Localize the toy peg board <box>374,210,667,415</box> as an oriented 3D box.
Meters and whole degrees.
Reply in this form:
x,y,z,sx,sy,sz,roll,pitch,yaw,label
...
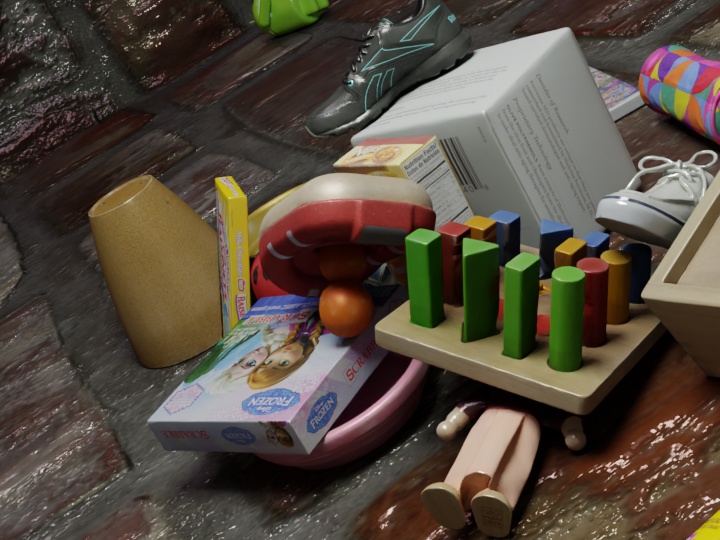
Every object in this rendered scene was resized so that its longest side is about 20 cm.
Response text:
x,y,z,sx,sy,sz,roll,pitch,yaw,label
0.146,0.004,0.985,0.199,0.098,0.199,17,34,33,toy peg board

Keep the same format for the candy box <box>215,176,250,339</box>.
x,y,z,sx,sy,sz,roll,pitch,yaw,label
-0.146,0.001,1.356,0.026,0.201,0.102,-5,18,-17,candy box

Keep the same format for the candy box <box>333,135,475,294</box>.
x,y,z,sx,sy,sz,roll,pitch,yaw,label
0.065,-0.033,1.156,0.055,0.201,0.115,-40,24,-25,candy box

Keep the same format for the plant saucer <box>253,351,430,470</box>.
x,y,z,sx,sy,sz,roll,pitch,yaw,label
-0.017,0.121,1.127,0.200,0.051,0.201,-25,24,12,plant saucer

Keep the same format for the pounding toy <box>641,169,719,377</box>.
x,y,z,sx,sy,sz,roll,pitch,yaw,label
0.332,-0.003,0.895,0.184,0.142,0.200,-53,27,-17,pounding toy

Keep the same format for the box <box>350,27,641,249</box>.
x,y,z,sx,sy,sz,roll,pitch,yaw,label
0.142,-0.114,1.234,0.198,0.201,0.171,-5,34,48,box

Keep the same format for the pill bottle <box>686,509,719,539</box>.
x,y,z,sx,sy,sz,roll,pitch,yaw,label
0.264,0.149,0.660,0.200,0.105,0.104,-36,23,-17,pill bottle

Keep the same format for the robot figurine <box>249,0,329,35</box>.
x,y,z,sx,sy,sz,roll,pitch,yaw,label
-0.172,-0.623,2.791,0.199,0.116,0.175,-11,20,40,robot figurine

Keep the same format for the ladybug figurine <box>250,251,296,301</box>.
x,y,z,sx,sy,sz,roll,pitch,yaw,label
-0.066,-0.010,1.290,0.200,0.072,0.136,-31,29,60,ladybug figurine

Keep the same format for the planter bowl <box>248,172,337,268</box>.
x,y,z,sx,sy,sz,roll,pitch,yaw,label
-0.067,-0.037,1.471,0.200,0.084,0.201,-25,21,10,planter bowl

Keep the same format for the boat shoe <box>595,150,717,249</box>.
x,y,z,sx,sy,sz,roll,pitch,yaw,label
0.266,-0.060,0.979,0.074,0.201,0.087,17,94,44,boat shoe

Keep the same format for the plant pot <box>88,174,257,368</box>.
x,y,z,sx,sy,sz,roll,pitch,yaw,label
-0.252,-0.013,1.497,0.186,0.201,0.187,-25,22,11,plant pot

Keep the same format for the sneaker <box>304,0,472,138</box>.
x,y,z,sx,sy,sz,roll,pitch,yaw,label
0.018,-0.213,1.241,0.200,0.079,0.075,-36,19,-3,sneaker

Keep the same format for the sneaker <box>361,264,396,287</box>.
x,y,z,sx,sy,sz,roll,pitch,yaw,label
0.000,0.000,1.326,0.200,0.077,0.076,-43,28,-23,sneaker

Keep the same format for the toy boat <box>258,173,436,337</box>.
x,y,z,sx,sy,sz,roll,pitch,yaw,label
-0.016,-0.004,1.076,0.130,0.132,0.200,3,-13,-23,toy boat

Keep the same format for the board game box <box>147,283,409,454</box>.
x,y,z,sx,sy,sz,roll,pitch,yaw,label
-0.075,0.093,1.133,0.199,0.041,0.200,-7,31,41,board game box

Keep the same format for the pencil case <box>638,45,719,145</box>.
x,y,z,sx,sy,sz,roll,pitch,yaw,label
0.372,-0.186,1.271,0.088,0.089,0.200,-29,24,1,pencil case

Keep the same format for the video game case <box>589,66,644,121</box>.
x,y,z,sx,sy,sz,roll,pitch,yaw,label
0.266,-0.209,1.522,0.143,0.018,0.200,-29,23,-1,video game case

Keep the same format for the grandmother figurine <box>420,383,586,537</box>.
x,y,z,sx,sy,sz,roll,pitch,yaw,label
0.122,0.121,0.947,0.121,0.061,0.200,12,40,18,grandmother figurine
